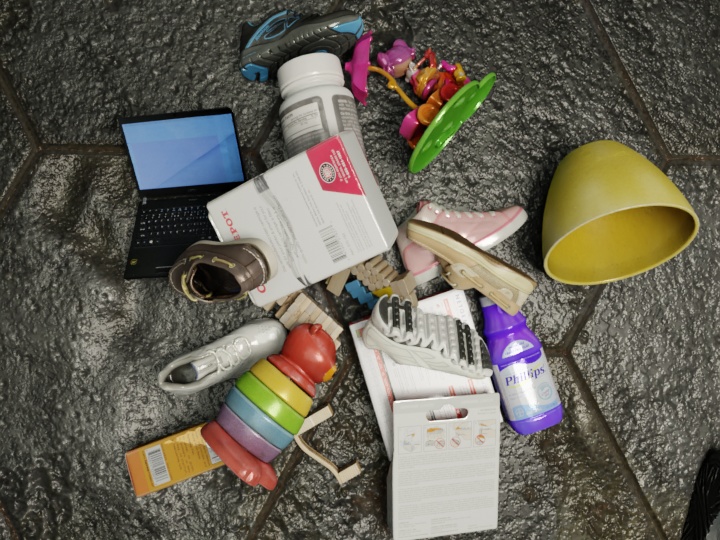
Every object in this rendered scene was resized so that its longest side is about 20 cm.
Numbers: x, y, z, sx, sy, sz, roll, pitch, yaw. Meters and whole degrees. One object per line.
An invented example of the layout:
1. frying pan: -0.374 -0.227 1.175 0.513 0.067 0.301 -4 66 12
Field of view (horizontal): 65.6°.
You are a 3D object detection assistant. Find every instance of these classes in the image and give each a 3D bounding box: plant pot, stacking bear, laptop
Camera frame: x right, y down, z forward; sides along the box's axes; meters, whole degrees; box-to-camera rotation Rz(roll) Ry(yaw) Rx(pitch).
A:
1. plant pot: 0.339 -0.091 0.780 0.193 0.202 0.146 -4 60 -2
2. stacking bear: -0.104 0.160 0.729 0.112 0.122 0.202 33 75 20
3. laptop: -0.251 -0.105 0.774 0.171 0.104 0.205 -3 63 8

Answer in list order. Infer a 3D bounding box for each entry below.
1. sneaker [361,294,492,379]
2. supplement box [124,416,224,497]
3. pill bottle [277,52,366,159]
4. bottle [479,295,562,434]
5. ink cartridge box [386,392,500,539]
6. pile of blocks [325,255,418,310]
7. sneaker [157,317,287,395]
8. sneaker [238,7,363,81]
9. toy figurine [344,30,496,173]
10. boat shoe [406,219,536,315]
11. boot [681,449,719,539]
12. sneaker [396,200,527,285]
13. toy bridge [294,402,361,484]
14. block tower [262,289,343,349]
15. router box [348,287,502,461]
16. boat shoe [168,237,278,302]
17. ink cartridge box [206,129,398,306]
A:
1. sneaker: 0.092 0.102 0.766 0.196 0.076 0.081 25 132 -15
2. supplement box: -0.225 0.251 0.798 0.195 0.067 0.071 -18 85 -3
3. pill bottle: -0.053 -0.189 0.793 0.110 0.114 0.206 -12 88 -2
4. bottle: 0.227 0.129 0.815 0.081 0.065 0.206 -18 89 -1
5. ink cartridge box: 0.116 0.270 0.791 0.155 0.047 0.207 -2 98 -9
6. pile of blocks: 0.000 0.000 0.813 0.198 0.062 0.083 36 114 10
7. sneaker: -0.194 0.129 0.792 0.196 0.087 0.076 -26 88 -3
8. sneaker: -0.091 -0.342 0.797 0.194 0.073 0.085 -10 77 17
9. toy figurine: 0.071 -0.274 0.804 0.184 0.151 0.200 42 66 9
10. boat shoe: 0.141 -0.003 0.752 0.196 0.071 0.066 28 105 -7
11. boot: 0.575 0.377 0.811 0.163 0.076 0.206 16 95 3
12. sneaker: 0.140 -0.070 0.813 0.196 0.075 0.107 -28 94 2
13. toy bridge: -0.072 0.219 0.822 0.066 0.027 0.204 -27 89 -1
14. block tower: -0.108 0.044 0.814 0.199 0.058 0.054 42 87 -2
15. router box: 0.093 0.148 0.819 0.175 0.049 0.206 -17 89 -2
16. boat shoe: -0.184 0.006 0.685 0.059 0.196 0.073 -41 116 -44
17. ink cartridge box: -0.072 -0.064 0.706 0.196 0.084 0.148 -22 102 19
